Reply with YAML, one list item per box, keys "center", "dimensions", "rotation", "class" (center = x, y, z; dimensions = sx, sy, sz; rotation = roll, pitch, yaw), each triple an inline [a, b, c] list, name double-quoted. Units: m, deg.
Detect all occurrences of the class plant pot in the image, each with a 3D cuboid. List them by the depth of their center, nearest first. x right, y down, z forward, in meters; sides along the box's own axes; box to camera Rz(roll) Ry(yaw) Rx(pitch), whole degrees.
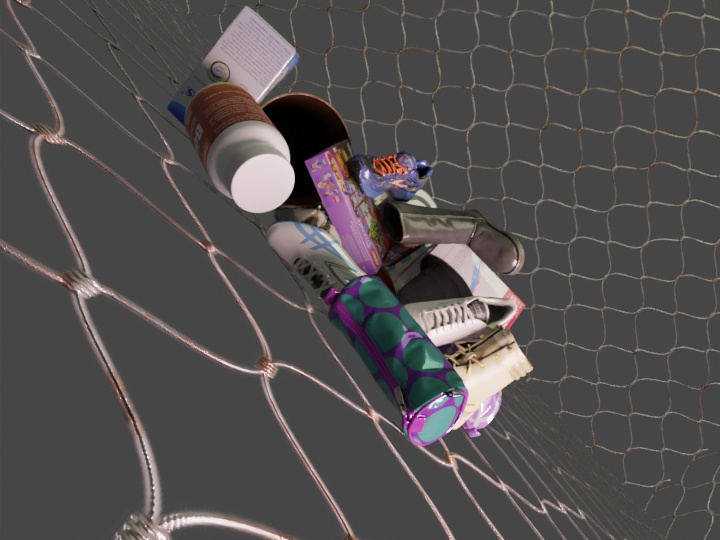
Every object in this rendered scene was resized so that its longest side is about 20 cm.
- center: [-0.137, -0.219, 1.103]
  dimensions: [0.187, 0.187, 0.200]
  rotation: [43, -5, -25]
  class: "plant pot"

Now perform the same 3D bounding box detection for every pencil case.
- center: [0.039, 0.097, 0.713]
  dimensions: [0.092, 0.085, 0.200]
  rotation: [4, 37, -44]
  class: "pencil case"
- center: [0.126, 0.155, 0.931]
  dimensions: [0.200, 0.084, 0.086]
  rotation: [43, 47, -13]
  class: "pencil case"

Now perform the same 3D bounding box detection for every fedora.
- center: [0.120, 0.068, 1.018]
  dimensions: [0.200, 0.090, 0.178]
  rotation: [-134, -158, -68]
  class: "fedora"

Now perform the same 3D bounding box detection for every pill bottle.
- center: [-0.163, -0.166, 0.834]
  dimensions: [0.112, 0.112, 0.200]
  rotation: [39, 11, -46]
  class: "pill bottle"
- center: [0.054, -0.070, 1.182]
  dimensions: [0.112, 0.200, 0.113]
  rotation: [13, 62, -27]
  class: "pill bottle"

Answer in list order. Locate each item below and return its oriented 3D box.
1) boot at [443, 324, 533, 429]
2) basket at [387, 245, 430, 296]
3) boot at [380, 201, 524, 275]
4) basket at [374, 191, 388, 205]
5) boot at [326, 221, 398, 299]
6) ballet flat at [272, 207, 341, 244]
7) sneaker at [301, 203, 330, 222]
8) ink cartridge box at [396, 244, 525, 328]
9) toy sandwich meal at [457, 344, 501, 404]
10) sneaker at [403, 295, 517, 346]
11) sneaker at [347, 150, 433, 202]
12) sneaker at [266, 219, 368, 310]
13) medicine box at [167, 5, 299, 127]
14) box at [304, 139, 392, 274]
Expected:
- center: [0.133, 0.123, 0.820]
  dimensions: [0.200, 0.155, 0.073]
  rotation: [42, 16, -36]
  class: "boot"
- center: [0.161, 0.029, 1.315]
  dimensions: [0.139, 0.176, 0.201]
  rotation: [-21, 83, -53]
  class: "basket"
- center: [0.152, -0.057, 1.026]
  dimensions: [0.199, 0.073, 0.182]
  rotation: [7, 27, -34]
  class: "boot"
- center: [0.023, -0.086, 1.392]
  dimensions: [0.176, 0.138, 0.201]
  rotation: [43, 35, -48]
  class: "basket"
- center: [0.000, 0.000, 1.059]
  dimensions: [0.200, 0.075, 0.107]
  rotation: [44, 13, -29]
  class: "boot"
- center: [-0.071, -0.053, 0.930]
  dimensions: [0.072, 0.072, 0.201]
  rotation: [40, 11, -44]
  class: "ballet flat"
- center: [-0.074, -0.097, 1.184]
  dimensions: [0.080, 0.071, 0.201]
  rotation: [11, 38, -43]
  class: "sneaker"
- center: [0.185, 0.041, 1.154]
  dimensions: [0.200, 0.086, 0.148]
  rotation: [47, -28, 0]
  class: "ink cartridge box"
- center: [0.181, 0.186, 1.144]
  dimensions: [0.205, 0.070, 0.205]
  rotation: [50, -4, 4]
  class: "toy sandwich meal"
- center: [0.121, 0.068, 0.857]
  dimensions: [0.081, 0.199, 0.077]
  rotation: [135, -58, -64]
  class: "sneaker"
- center: [0.050, -0.166, 1.002]
  dimensions: [0.200, 0.078, 0.076]
  rotation: [-7, 65, -57]
  class: "sneaker"
- center: [-0.043, 0.007, 0.810]
  dimensions: [0.200, 0.072, 0.073]
  rotation: [38, 41, -11]
  class: "sneaker"
- center: [-0.202, -0.310, 1.009]
  dimensions: [0.103, 0.200, 0.182]
  rotation: [39, 9, -13]
  class: "medicine box"
- center: [-0.013, -0.101, 0.985]
  dimensions: [0.201, 0.039, 0.137]
  rotation: [66, 21, -14]
  class: "box"
